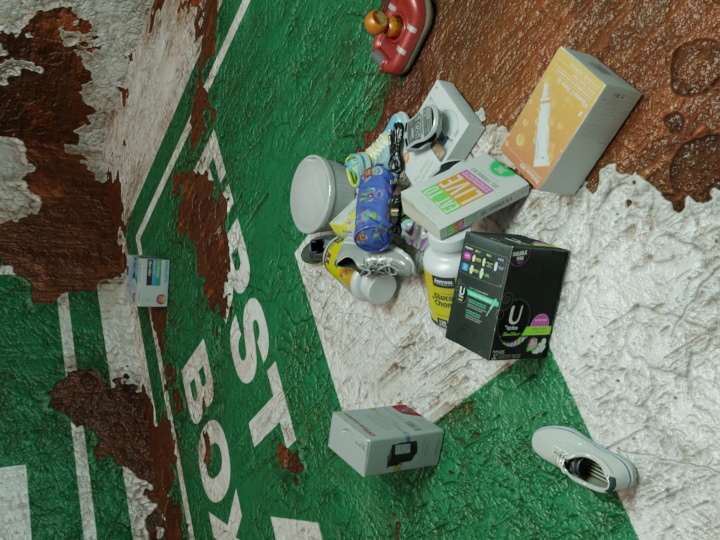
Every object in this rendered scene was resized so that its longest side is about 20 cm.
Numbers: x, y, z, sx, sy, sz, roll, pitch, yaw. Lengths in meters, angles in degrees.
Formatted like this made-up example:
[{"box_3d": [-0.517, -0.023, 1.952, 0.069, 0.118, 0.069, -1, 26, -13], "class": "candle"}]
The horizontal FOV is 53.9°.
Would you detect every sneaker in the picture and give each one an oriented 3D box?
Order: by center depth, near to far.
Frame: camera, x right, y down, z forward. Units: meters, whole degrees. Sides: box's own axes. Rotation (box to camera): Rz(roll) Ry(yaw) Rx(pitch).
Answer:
[{"box_3d": [0.353, 0.307, 1.170, 0.199, 0.070, 0.074, 9, 96, 55], "class": "sneaker"}, {"box_3d": [0.139, -0.042, 1.489, 0.199, 0.077, 0.142, -17, 74, 54], "class": "sneaker"}, {"box_3d": [0.032, -0.010, 1.540, 0.198, 0.082, 0.075, 14, 145, 34], "class": "sneaker"}, {"box_3d": [0.035, -0.267, 1.603, 0.080, 0.129, 0.202, 44, 124, 49], "class": "sneaker"}, {"box_3d": [-0.108, -0.060, 1.845, 0.199, 0.080, 0.075, -20, 73, 54], "class": "sneaker"}]

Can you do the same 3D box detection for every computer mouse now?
[{"box_3d": [0.132, -0.161, 1.415, 0.044, 0.199, 0.110, 49, 171, 26], "class": "computer mouse"}, {"box_3d": [0.119, -0.280, 1.475, 0.200, 0.043, 0.111, -19, 68, 61], "class": "computer mouse"}]

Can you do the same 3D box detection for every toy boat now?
[{"box_3d": [0.068, -0.542, 1.565, 0.131, 0.130, 0.201, 58, 134, 38], "class": "toy boat"}]

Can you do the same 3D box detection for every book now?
[{"box_3d": [0.194, -0.139, 1.321, 0.134, 0.199, 0.048, 46, 157, 44], "class": "book"}]

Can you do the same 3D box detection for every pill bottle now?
[{"box_3d": [0.177, 0.009, 1.340, 0.112, 0.111, 0.202, 37, 147, 49], "class": "pill bottle"}, {"box_3d": [0.000, 0.000, 1.662, 0.200, 0.108, 0.110, 40, 121, 48], "class": "pill bottle"}]

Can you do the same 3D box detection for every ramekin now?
[{"box_3d": [-0.094, -0.192, 1.819, 0.202, 0.093, 0.205, -3, 86, 56], "class": "ramekin"}]

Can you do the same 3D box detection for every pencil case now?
[{"box_3d": [0.034, -0.136, 1.521, 0.086, 0.078, 0.202, -11, 49, 21], "class": "pencil case"}]

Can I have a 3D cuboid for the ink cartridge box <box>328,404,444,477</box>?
[{"box_3d": [0.051, 0.354, 1.494, 0.145, 0.198, 0.084, 24, 108, 53], "class": "ink cartridge box"}]

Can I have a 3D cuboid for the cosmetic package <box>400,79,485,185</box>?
[{"box_3d": [0.161, -0.272, 1.491, 0.201, 0.051, 0.152, -58, 42, 36], "class": "cosmetic package"}]

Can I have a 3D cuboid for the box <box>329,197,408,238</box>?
[{"box_3d": [0.029, -0.117, 1.624, 0.199, 0.117, 0.049, 16, 145, 56], "class": "box"}]

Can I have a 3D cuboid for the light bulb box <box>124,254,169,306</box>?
[{"box_3d": [-0.886, 0.041, 2.937, 0.199, 0.124, 0.201, 10, 96, 56], "class": "light bulb box"}]

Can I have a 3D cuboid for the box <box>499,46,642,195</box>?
[{"box_3d": [0.345, -0.245, 1.180, 0.125, 0.097, 0.201, 58, 133, 39], "class": "box"}]

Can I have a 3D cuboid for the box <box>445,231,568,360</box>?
[{"box_3d": [0.257, 0.043, 1.252, 0.124, 0.147, 0.202, 25, 108, 53], "class": "box"}]
